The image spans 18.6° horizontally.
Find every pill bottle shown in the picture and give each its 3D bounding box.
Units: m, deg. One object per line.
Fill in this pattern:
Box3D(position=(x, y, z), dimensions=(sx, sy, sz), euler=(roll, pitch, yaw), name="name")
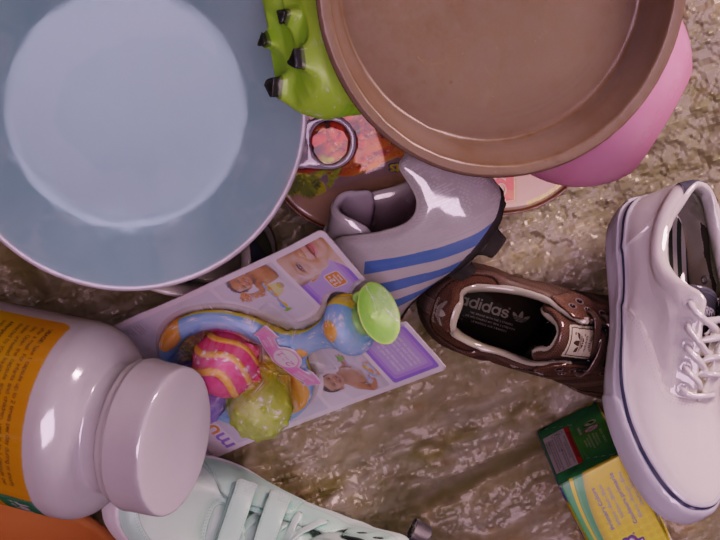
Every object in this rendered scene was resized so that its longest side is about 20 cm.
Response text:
Box3D(position=(-0.190, 0.077, 1.239), dimensions=(0.198, 0.113, 0.114), euler=(10, 102, 23), name="pill bottle")

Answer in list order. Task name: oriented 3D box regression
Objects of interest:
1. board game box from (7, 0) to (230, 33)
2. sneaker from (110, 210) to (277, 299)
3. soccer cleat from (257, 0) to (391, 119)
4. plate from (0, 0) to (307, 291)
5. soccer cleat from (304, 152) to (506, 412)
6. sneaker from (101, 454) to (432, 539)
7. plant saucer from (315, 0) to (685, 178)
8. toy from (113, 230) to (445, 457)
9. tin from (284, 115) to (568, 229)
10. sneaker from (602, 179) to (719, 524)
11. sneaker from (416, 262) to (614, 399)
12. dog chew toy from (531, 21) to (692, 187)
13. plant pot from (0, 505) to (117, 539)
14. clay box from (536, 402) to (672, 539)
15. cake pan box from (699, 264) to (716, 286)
Box3D(position=(-0.153, -0.237, 1.221), dimensions=(0.158, 0.097, 0.202), euler=(-1, 102, -3), name="board game box")
Box3D(position=(-0.140, -0.035, 1.266), dimensions=(0.199, 0.090, 0.068), euler=(22, 101, -7), name="sneaker")
Box3D(position=(-0.022, -0.173, 1.161), dimensions=(0.080, 0.067, 0.202), euler=(0, 70, -31), name="soccer cleat")
Box3D(position=(-0.128, -0.088, 1.195), dimensions=(0.198, 0.026, 0.202), euler=(-1, 106, -2), name="plate")
Box3D(position=(0.000, 0.000, 1.269), dimensions=(0.086, 0.070, 0.200), euler=(31, 122, -19), name="soccer cleat")
Box3D(position=(-0.045, 0.154, 1.273), dimensions=(0.199, 0.118, 0.074), euler=(22, 76, -24), name="sneaker")
Box3D(position=(0.070, -0.148, 1.110), dimensions=(0.198, 0.029, 0.202), euler=(-3, 101, -15), name="plant saucer")
Box3D(position=(-0.063, 0.060, 1.251), dimensions=(0.199, 0.047, 0.115), euler=(-26, 120, 33), name="toy")
Box3D(position=(0.040, -0.084, 1.294), dimensions=(0.198, 0.042, 0.113), euler=(-7, 98, -2), name="tin")
Box3D(position=(0.181, 0.041, 1.249), dimensions=(0.072, 0.071, 0.202), euler=(7, 64, -29), name="sneaker")
Box3D(position=(0.130, 0.046, 1.304), dimensions=(0.198, 0.076, 0.071), euler=(11, 101, -5), name="sneaker")
Box3D(position=(0.082, -0.133, 1.212), dimensions=(0.199, 0.125, 0.125), euler=(31, 99, 1), name="dog chew toy")
Box3D(position=(-0.224, 0.245, 1.278), dimensions=(0.198, 0.201, 0.141), euler=(-4, 118, -2), name="plant pot")
Box3D(position=(0.174, 0.188, 1.316), dimensions=(0.047, 0.115, 0.201), euler=(-26, 101, 3), name="clay box")
Box3D(position=(0.330, 0.010, 1.321), dimensions=(0.200, 0.052, 0.185), euler=(-38, 103, 5), name="cake pan box")
